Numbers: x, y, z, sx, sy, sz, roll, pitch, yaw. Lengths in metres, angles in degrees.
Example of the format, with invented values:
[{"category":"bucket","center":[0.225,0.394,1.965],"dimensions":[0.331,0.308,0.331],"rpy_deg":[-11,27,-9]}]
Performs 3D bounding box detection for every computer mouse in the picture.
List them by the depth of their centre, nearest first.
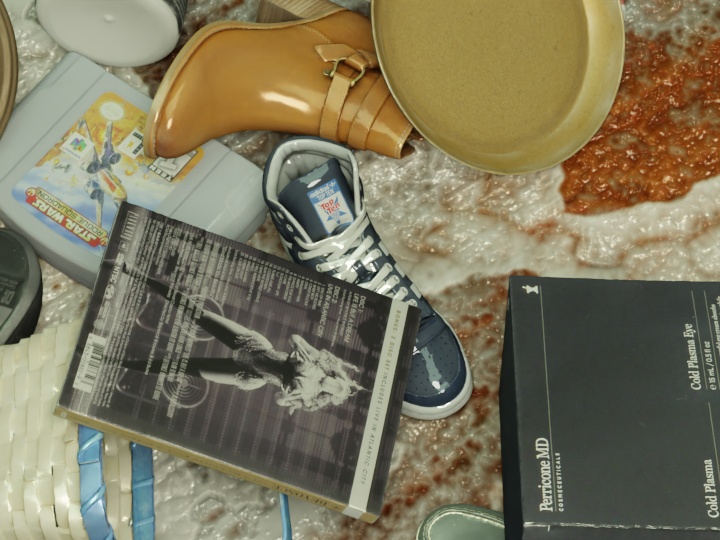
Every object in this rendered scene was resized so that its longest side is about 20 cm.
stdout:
[{"category":"computer mouse","center":[-0.274,0.063,1.370],"dimensions":[0.138,0.053,0.201],"rpy_deg":[20,65,22]}]

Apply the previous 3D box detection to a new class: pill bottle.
[{"category":"pill bottle","center":[-0.163,-0.255,1.513],"dimensions":[0.105,0.107,0.201],"rpy_deg":[3,59,9]}]

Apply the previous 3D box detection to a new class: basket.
[{"category":"basket","center":[-0.140,0.109,1.272],"dimensions":[0.198,0.139,0.178],"rpy_deg":[-8,56,11]}]

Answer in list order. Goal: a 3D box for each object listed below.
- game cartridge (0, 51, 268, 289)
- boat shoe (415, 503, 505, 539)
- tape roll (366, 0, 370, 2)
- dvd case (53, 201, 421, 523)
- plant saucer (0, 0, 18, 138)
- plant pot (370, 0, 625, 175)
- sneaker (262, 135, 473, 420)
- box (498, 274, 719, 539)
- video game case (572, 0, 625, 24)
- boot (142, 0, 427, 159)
[{"category":"game cartridge","center":[-0.170,-0.057,1.438],"dimensions":[0.199,0.042,0.133],"rpy_deg":[32,64,23]},{"category":"boat shoe","center":[0.116,0.190,1.235],"dimensions":[0.199,0.062,0.073],"rpy_deg":[32,70,24]},{"category":"tape roll","center":[0.044,-0.281,1.424],"dimensions":[0.202,0.203,0.071],"rpy_deg":[-39,61,-15]},{"category":"dvd case","center":[-0.068,0.053,1.250],"dimensions":[0.198,0.016,0.150],"rpy_deg":[19,55,-9]},{"category":"plant saucer","center":[-0.332,-0.138,1.425],"dimensions":[0.198,0.029,0.202],"rpy_deg":[0,87,-1]},{"category":"plant pot","center":[0.089,-0.163,1.410],"dimensions":[0.198,0.027,0.202],"rpy_deg":[3,85,-28]},{"category":"sneaker","center":[0.000,0.000,1.337],"dimensions":[0.070,0.109,0.200],"rpy_deg":[-31,60,-10]},{"category":"box","center":[0.174,0.107,1.213],"dimensions":[0.180,0.105,0.201],"rpy_deg":[3,42,0]},{"category":"video game case","center":[0.096,-0.244,1.522],"dimensions":[0.142,0.017,0.201],"rpy_deg":[-14,59,-1]},{"category":"boot","center":[-0.038,-0.111,1.410],"dimensions":[0.154,0.074,0.200],"rpy_deg":[32,53,17]}]
